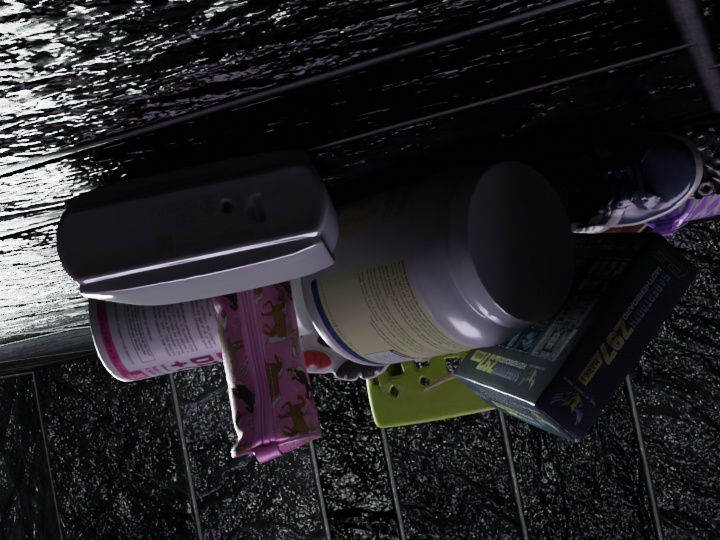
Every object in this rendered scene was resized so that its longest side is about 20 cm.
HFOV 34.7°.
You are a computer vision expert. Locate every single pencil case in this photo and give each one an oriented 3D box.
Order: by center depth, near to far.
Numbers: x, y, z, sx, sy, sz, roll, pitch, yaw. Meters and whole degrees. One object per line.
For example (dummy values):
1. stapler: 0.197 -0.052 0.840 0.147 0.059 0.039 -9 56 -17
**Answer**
1. pencil case: -0.085 0.056 0.967 0.086 0.203 0.082 -5 172 -45
2. pencil case: 0.337 -0.084 1.105 0.198 0.087 0.083 -10 173 -39

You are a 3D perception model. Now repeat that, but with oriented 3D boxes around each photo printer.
1. photo printer: -0.096 -0.022 0.767 0.164 0.071 0.200 -12 176 0

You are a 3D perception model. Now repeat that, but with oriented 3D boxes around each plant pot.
1. plant pot: 0.101 0.057 1.446 0.197 0.184 0.199 -12 -160 18

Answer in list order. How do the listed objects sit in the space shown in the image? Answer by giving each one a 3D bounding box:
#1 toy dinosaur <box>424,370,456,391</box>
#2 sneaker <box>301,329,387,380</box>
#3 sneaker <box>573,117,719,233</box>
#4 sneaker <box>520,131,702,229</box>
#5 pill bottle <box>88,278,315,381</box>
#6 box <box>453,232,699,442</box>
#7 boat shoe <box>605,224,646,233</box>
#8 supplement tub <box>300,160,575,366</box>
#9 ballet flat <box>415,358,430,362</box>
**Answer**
1. toy dinosaur: 0.151 0.092 1.179 0.105 0.061 0.200 13 162 -14
2. sneaker: -0.062 0.069 1.194 0.197 0.082 0.083 12 -171 -4
3. sneaker: 0.254 -0.089 1.010 0.198 0.072 0.073 -21 -155 32
4. sneaker: 0.183 -0.065 0.962 0.198 0.076 0.084 -14 180 37
5. pill bottle: -0.148 0.033 1.101 0.197 0.115 0.113 -13 176 13
6. box: 0.164 0.046 0.919 0.158 0.051 0.200 -52 -170 -8
7. boat shoe: 0.222 -0.054 1.116 0.198 0.073 0.072 -28 167 -9
8. supplement tub: 0.060 -0.005 0.936 0.144 0.148 0.199 -8 176 -41
9. ballet flat: 0.060 0.022 1.223 0.068 0.070 0.201 -11 -143 2
